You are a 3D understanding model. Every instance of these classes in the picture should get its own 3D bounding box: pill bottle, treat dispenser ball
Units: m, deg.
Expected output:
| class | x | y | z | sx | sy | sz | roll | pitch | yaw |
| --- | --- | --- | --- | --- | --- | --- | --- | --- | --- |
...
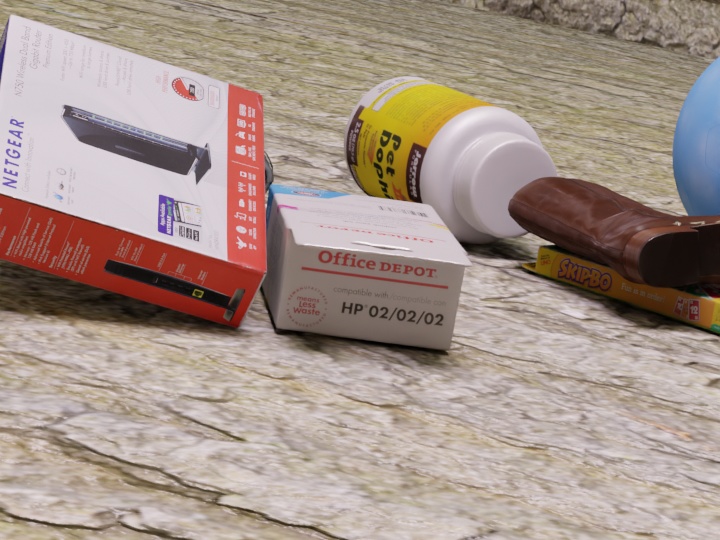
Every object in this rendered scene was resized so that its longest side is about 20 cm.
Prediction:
| class | x | y | z | sx | sy | sz | roll | pitch | yaw |
| --- | --- | --- | --- | --- | --- | --- | --- | --- | --- |
| pill bottle | 0.074 | -0.085 | 1.976 | 0.109 | 0.109 | 0.200 | 3 | 12 | -27 |
| treat dispenser ball | 0.350 | -0.093 | 1.996 | 0.201 | 0.201 | 0.201 | 8 | 11 | -2 |

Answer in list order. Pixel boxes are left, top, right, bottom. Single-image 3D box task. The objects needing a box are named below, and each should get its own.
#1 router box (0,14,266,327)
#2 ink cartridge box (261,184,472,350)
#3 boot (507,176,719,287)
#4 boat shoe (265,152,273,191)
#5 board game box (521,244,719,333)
| class | x | y | z | sx | sy | sz | roll | pitch | yaw |
| --- | --- | --- | --- | --- | --- | --- | --- | --- | --- |
| router box | -0.151 | -0.065 | 1.580 | 0.179 | 0.049 | 0.200 | 17 | 35 | -16 |
| ink cartridge box | 0.000 | 0.000 | 1.600 | 0.115 | 0.068 | 0.200 | 7 | 11 | -7 |
| boot | 0.228 | -0.031 | 1.834 | 0.186 | 0.064 | 0.200 | 3 | 10 | -25 |
| boat shoe | -0.161 | -0.089 | 1.911 | 0.200 | 0.073 | 0.062 | 11 | 6 | -17 |
| board game box | 0.221 | 0.010 | 1.837 | 0.200 | 0.030 | 0.095 | 16 | 13 | 43 |
